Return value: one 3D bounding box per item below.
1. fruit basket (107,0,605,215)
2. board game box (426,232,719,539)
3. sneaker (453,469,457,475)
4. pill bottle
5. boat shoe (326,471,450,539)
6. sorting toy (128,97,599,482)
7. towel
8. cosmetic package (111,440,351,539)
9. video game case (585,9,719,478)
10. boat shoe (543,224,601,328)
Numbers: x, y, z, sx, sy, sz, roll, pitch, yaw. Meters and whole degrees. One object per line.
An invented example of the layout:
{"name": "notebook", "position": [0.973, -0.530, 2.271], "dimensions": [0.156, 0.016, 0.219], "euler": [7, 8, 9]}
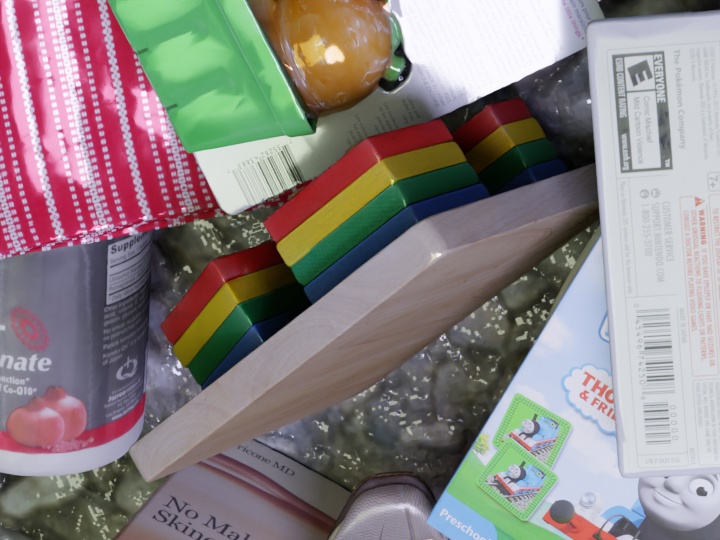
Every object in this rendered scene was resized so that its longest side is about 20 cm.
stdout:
{"name": "fruit basket", "position": [-0.014, -0.146, 1.283], "dimensions": [0.199, 0.094, 0.186], "euler": [-27, 107, 3]}
{"name": "board game box", "position": [0.140, 0.077, 1.293], "dimensions": [0.151, 0.037, 0.200], "euler": [33, 116, 7]}
{"name": "sneaker", "position": [0.094, 0.185, 1.428], "dimensions": [0.070, 0.082, 0.200], "euler": [-23, 103, 28]}
{"name": "pill bottle", "position": [-0.159, -0.007, 1.426], "dimensions": [0.110, 0.111, 0.201], "euler": [13, 117, 16]}
{"name": "boat shoe", "position": [0.011, 0.163, 1.433], "dimensions": [0.074, 0.073, 0.200], "euler": [1, 135, -2]}
{"name": "sorting toy", "position": [0.000, 0.000, 1.322], "dimensions": [0.199, 0.200, 0.070], "euler": [-38, 80, 31]}
{"name": "towel", "position": [-0.102, -0.088, 1.346], "dimensions": [0.199, 0.022, 0.145], "euler": [-12, 105, -15]}
{"name": "cosmetic package", "position": [-0.081, 0.172, 1.425], "dimensions": [0.103, 0.200, 0.087], "euler": [26, 119, 7]}
{"name": "video game case", "position": [0.194, -0.015, 1.218], "dimensions": [0.181, 0.023, 0.201], "euler": [-4, 94, 13]}
{"name": "boat shoe", "position": [0.142, 0.008, 1.330], "dimensions": [0.062, 0.074, 0.200], "euler": [45, 122, 33]}
